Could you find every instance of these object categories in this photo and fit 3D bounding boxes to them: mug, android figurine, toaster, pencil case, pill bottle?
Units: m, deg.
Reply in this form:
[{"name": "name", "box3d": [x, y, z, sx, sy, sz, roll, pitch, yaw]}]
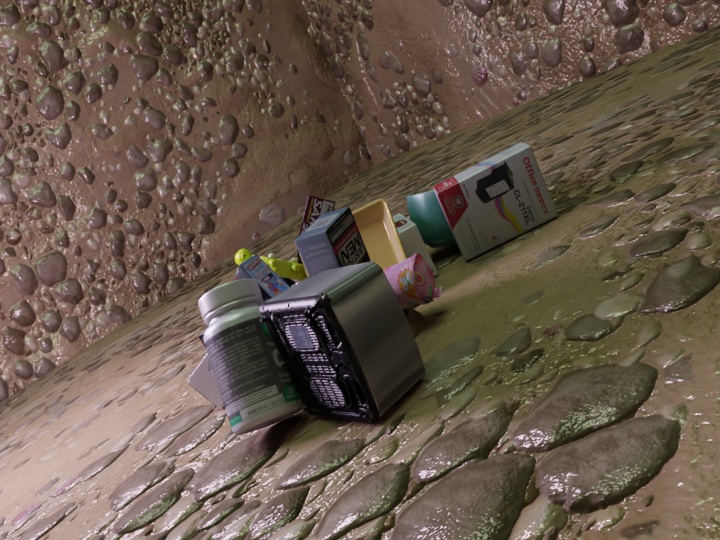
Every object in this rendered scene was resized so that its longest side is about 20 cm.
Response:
[{"name": "mug", "box3d": [0.193, -0.116, 1.470, 0.180, 0.118, 0.152, -10, 5, 18]}, {"name": "android figurine", "box3d": [-0.164, -0.008, 1.411, 0.177, 0.042, 0.200, 11, -3, -11]}, {"name": "toaster", "box3d": [-0.024, 0.096, 0.940, 0.118, 0.185, 0.198, -33, 12, -33]}, {"name": "pencil case", "box3d": [0.034, 0.040, 1.165, 0.196, 0.089, 0.087, -20, 14, 30]}, {"name": "pill bottle", "box3d": [-0.164, 0.125, 1.029, 0.110, 0.205, 0.113, -20, -12, -5]}]

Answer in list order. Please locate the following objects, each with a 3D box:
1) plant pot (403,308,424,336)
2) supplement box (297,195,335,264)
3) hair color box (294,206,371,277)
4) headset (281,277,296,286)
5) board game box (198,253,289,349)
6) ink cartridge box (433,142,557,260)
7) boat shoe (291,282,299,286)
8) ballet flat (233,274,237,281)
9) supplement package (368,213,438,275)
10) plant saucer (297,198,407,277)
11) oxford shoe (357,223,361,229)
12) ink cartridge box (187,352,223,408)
[{"name": "plant pot", "box3d": [0.013, 0.112, 1.170, 0.196, 0.028, 0.200, -27, 11, 6]}, {"name": "supplement box", "box3d": [-0.094, -0.070, 1.475, 0.059, 0.112, 0.200, 13, -14, -2]}, {"name": "hair color box", "box3d": [-0.020, 0.020, 1.065, 0.059, 0.205, 0.099, -13, 19, 28]}, {"name": "headset", "box3d": [-0.155, 0.073, 1.514, 0.194, 0.128, 0.094, -12, -3, 11]}, {"name": "board game box", "box3d": [-0.160, 0.091, 1.139, 0.198, 0.203, 0.062, -32, 4, 27]}, {"name": "ink cartridge box", "box3d": [0.257, -0.134, 1.349, 0.196, 0.149, 0.083, -26, 11, 7]}, {"name": "boat shoe", "box3d": [-0.121, 0.047, 1.351, 0.071, 0.063, 0.199, 22, -1, 27]}, {"name": "ballet flat", "box3d": [-0.256, 0.082, 1.393, 0.202, 0.045, 0.068, -58, 20, 26]}, {"name": "supplement package", "box3d": [0.072, -0.034, 1.435, 0.112, 0.112, 0.200, -27, 12, -1]}, {"name": "plant saucer", "box3d": [0.000, 0.000, 1.306, 0.196, 0.205, 0.048, -23, -9, 17]}, {"name": "oxford shoe", "box3d": [-0.026, -0.060, 1.411, 0.200, 0.069, 0.074, 123, 168, -72]}, {"name": "ink cartridge box", "box3d": [-0.221, 0.141, 1.313, 0.147, 0.084, 0.201, -51, 5, 22]}]
